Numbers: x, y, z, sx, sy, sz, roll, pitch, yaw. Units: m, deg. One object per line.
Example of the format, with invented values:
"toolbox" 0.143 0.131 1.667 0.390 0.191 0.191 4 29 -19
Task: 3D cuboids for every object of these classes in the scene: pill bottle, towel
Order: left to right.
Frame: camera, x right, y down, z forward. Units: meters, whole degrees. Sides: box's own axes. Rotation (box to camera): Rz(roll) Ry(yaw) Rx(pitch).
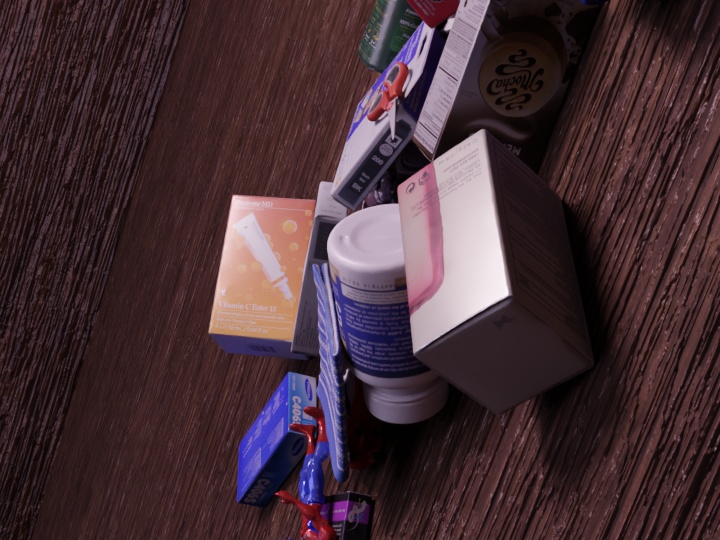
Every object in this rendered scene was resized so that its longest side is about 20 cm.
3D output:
"towel" -0.033 0.111 1.429 0.146 0.024 0.201 -102 7 -48
"pill bottle" 0.036 0.048 1.339 0.120 0.118 0.202 -109 9 -57

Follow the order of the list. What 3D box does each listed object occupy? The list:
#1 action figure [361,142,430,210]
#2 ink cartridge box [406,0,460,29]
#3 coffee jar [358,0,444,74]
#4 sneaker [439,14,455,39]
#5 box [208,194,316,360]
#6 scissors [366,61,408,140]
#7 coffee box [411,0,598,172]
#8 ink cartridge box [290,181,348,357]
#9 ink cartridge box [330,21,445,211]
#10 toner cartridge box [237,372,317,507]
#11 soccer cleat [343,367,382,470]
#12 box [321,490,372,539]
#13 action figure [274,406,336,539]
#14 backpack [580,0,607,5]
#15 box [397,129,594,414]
"action figure" 0.050 -0.094 1.569 0.200 0.069 0.132 178 98 -74
"ink cartridge box" 0.108 -0.367 1.361 0.199 0.145 0.084 -31 32 24
"coffee jar" 0.068 -0.339 1.650 0.104 0.084 0.202 -111 39 -64
"sneaker" 0.143 -0.307 1.436 0.200 0.075 0.117 -159 82 -73
"box" -0.123 0.010 1.839 0.098 0.123 0.202 63 -147 -69
"scissors" 0.036 -0.181 1.410 0.074 0.014 0.200 -57 12 8
"coffee box" 0.140 -0.194 1.312 0.080 0.112 0.202 -125 51 -65
"ink cartridge box" -0.048 -0.021 1.709 0.174 0.043 0.202 -87 7 -60
"ink cartridge box" 0.045 -0.196 1.534 0.200 0.043 0.199 -51 15 38
"toner cartridge box" -0.115 0.233 1.825 0.200 0.043 0.096 125 151 -46
"soccer cleat" 0.006 0.127 1.533 0.085 0.068 0.202 -159 79 -66
"box" -0.039 0.361 1.540 0.143 0.036 0.202 152 131 -65
"action figure" -0.079 0.254 1.527 0.065 0.098 0.202 126 145 -46
"backpack" 0.216 -0.343 1.138 0.199 0.168 0.163 -37 34 8
"box" 0.115 0.001 1.181 0.108 0.128 0.201 -31 41 28
